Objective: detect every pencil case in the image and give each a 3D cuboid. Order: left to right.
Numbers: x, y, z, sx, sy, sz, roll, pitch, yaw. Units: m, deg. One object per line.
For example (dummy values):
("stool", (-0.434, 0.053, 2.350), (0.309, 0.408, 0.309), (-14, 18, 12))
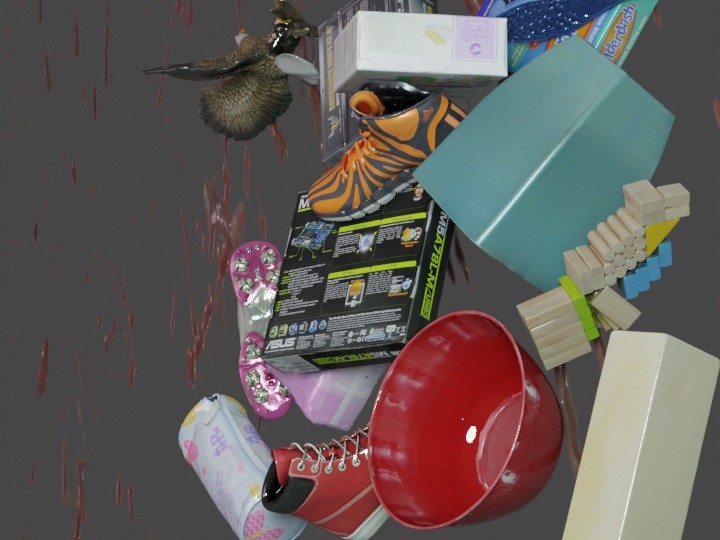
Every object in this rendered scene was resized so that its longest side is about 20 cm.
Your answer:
("pencil case", (-0.127, 0.217, 1.764), (0.200, 0.083, 0.091), (49, 132, 50))

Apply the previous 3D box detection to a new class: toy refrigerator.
("toy refrigerator", (0.229, 0.157, 1.353), (0.070, 0.076, 0.202), (2, 73, 52))

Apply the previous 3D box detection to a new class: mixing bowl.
("mixing bowl", (0.111, 0.149, 1.480), (0.200, 0.108, 0.202), (-29, 49, 40))

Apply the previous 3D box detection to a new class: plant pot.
("plant pot", (0.182, -0.103, 1.507), (0.200, 0.141, 0.141), (-50, 39, 10))

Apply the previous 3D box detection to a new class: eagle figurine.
("eagle figurine", (-0.145, -0.248, 1.998), (0.200, 0.152, 0.151), (-40, 5, 9))

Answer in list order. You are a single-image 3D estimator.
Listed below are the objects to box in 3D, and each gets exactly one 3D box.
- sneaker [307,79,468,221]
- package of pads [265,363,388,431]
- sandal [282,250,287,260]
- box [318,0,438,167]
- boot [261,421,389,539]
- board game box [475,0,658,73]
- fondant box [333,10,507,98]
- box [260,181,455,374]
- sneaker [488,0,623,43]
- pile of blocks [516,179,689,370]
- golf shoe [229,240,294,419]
("sneaker", (0.009, -0.126, 1.584), (0.199, 0.112, 0.078), (-27, 43, 28))
("package of pads", (-0.012, 0.056, 1.714), (0.201, 0.075, 0.120), (-60, 39, 10))
("sandal", (-0.030, -0.055, 1.821), (0.200, 0.045, 0.076), (-38, 45, 33))
("box", (0.021, -0.229, 1.849), (0.158, 0.048, 0.201), (-33, 48, 38))
("boot", (-0.004, 0.172, 1.584), (0.200, 0.144, 0.073), (-51, 37, 18))
("board game box", (0.201, -0.258, 1.640), (0.200, 0.045, 0.153), (38, 101, 53))
("fondant box", (0.055, -0.208, 1.597), (0.200, 0.143, 0.059), (-172, 83, -82))
("box", (0.000, 0.000, 1.630), (0.199, 0.047, 0.194), (-10, 56, 41))
("sneaker", (0.206, -0.285, 1.559), (0.199, 0.070, 0.078), (-20, 54, 35))
("pile of blocks", (0.220, -0.001, 1.462), (0.200, 0.082, 0.062), (-46, 25, 11))
("golf shoe", (-0.103, 0.071, 1.839), (0.092, 0.075, 0.202), (95, 170, -76))
